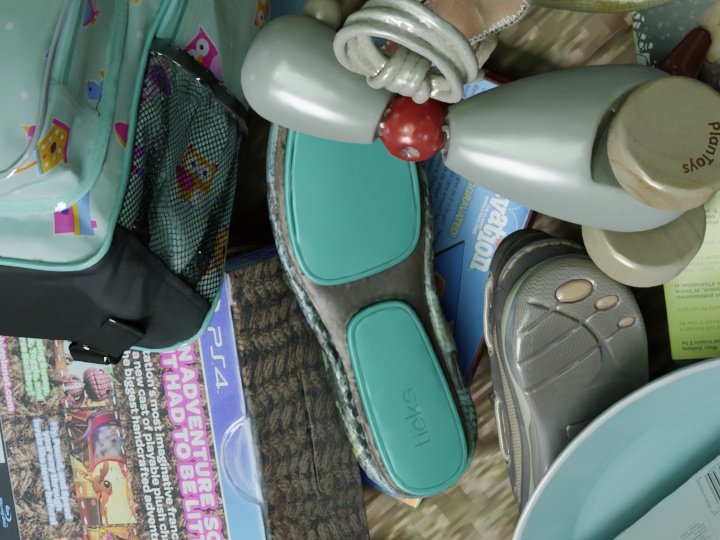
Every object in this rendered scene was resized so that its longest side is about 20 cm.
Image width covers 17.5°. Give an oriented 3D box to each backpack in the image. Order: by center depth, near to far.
[{"bbox_3d":[-0.133,-0.082,0.957,0.175,0.201,0.153,1,149,31],"label":"backpack"}]

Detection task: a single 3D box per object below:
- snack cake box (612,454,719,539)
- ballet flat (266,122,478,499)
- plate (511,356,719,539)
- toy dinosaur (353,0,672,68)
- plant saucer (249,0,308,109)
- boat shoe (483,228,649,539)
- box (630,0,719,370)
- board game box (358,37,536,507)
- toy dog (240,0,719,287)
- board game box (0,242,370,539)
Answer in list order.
[{"bbox_3d":[0.122,0.171,0.945,0.200,0.115,0.067,-40,123,15],"label":"snack cake box"},{"bbox_3d":[0.000,0.000,1.008,0.074,0.074,0.202,-6,105,19],"label":"ballet flat"},{"bbox_3d":[0.156,0.110,0.998,0.198,0.026,0.201,-6,125,-8],"label":"plate"},{"bbox_3d":[0.034,-0.127,0.966,0.200,0.058,0.102,37,133,23],"label":"toy dinosaur"},{"bbox_3d":[-0.107,-0.103,1.058,0.198,0.019,0.071,-4,100,18],"label":"plant saucer"},{"bbox_3d":[0.095,0.066,1.018,0.074,0.073,0.201,-13,124,-9],"label":"boat shoe"},{"bbox_3d":[0.157,-0.056,0.973,0.075,0.050,0.202,-5,105,19],"label":"box"},{"bbox_3d":[0.015,-0.002,1.050,0.102,0.019,0.201,25,111,11],"label":"board game box"},{"bbox_3d":[0.064,-0.075,0.914,0.199,0.097,0.132,27,153,-19],"label":"toy dog"},{"bbox_3d":[-0.111,0.078,1.052,0.198,0.097,0.161,-5,98,25],"label":"board game box"}]
